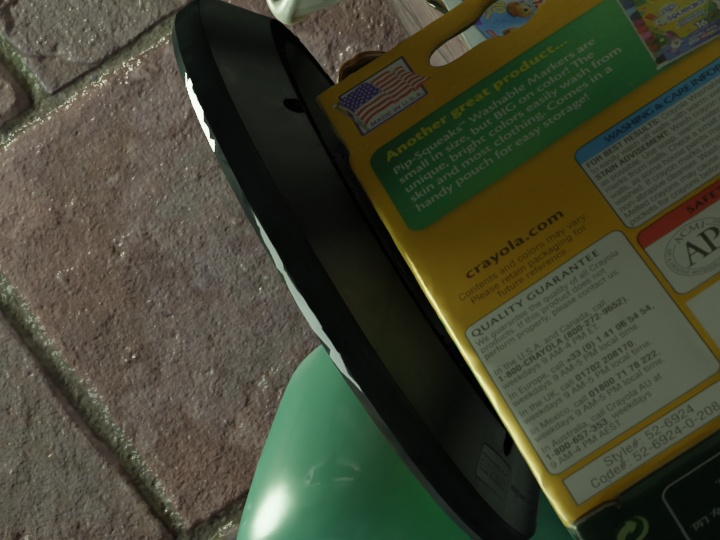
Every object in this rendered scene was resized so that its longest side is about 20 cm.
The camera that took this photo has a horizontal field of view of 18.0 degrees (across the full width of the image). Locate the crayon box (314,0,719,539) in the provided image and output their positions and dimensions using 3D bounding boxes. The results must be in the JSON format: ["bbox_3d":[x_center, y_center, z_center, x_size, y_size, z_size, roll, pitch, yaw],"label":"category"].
[{"bbox_3d":[0.079,-0.014,0.604,0.052,0.126,0.200,55,-176,-40],"label":"crayon box"}]

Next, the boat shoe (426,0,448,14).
[{"bbox_3d":[0.050,-0.128,0.937,0.068,0.072,0.200,58,-178,-23],"label":"boat shoe"}]

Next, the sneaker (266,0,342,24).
[{"bbox_3d":[-0.040,-0.162,0.795,0.200,0.086,0.075,58,-177,-39],"label":"sneaker"}]

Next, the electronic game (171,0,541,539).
[{"bbox_3d":[0.000,0.000,0.721,0.200,0.042,0.200,56,-173,-11],"label":"electronic game"}]

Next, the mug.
[{"bbox_3d":[0.044,0.110,0.846,0.152,0.184,0.115,68,-149,-42],"label":"mug"}]

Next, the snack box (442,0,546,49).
[{"bbox_3d":[0.032,-0.148,0.745,0.200,0.072,0.024,56,-138,-41],"label":"snack box"}]

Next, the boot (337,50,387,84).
[{"bbox_3d":[0.052,0.010,0.890,0.155,0.076,0.201,58,-171,-74],"label":"boot"}]
